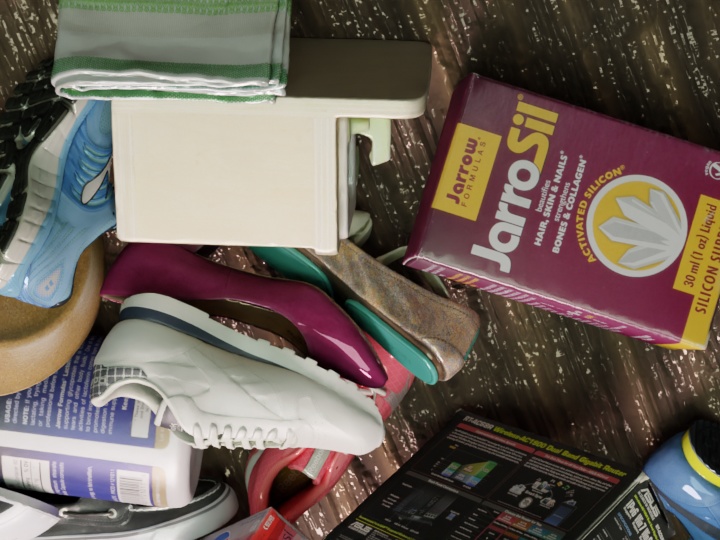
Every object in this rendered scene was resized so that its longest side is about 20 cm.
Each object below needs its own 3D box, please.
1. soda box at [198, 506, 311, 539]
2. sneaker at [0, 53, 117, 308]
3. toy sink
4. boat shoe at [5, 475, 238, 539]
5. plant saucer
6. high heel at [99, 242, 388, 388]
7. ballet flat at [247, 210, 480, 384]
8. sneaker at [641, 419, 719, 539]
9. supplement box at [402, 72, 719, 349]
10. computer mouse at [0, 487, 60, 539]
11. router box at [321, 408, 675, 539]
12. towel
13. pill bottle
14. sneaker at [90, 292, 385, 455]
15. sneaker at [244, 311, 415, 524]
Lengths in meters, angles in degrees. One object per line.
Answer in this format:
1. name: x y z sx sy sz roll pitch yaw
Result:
1. soda box: -0.102 0.232 1.562 0.063 0.070 0.200 42 146 -12
2. sneaker: -0.196 -0.064 1.460 0.078 0.200 0.090 2 153 44
3. toy sink: -0.054 -0.083 1.444 0.200 0.130 0.112 1 113 4
4. boat shoe: -0.191 0.171 1.600 0.200 0.069 0.057 -9 112 11
5. plant saucer: -0.253 -0.016 1.464 0.200 0.200 0.035 50 147 -15
6. high heel: -0.079 0.039 1.491 0.200 0.067 0.096 36 70 19
7. ballet flat: 0.000 0.000 1.503 0.200 0.068 0.067 38 71 14
8. sneaker: 0.288 0.188 1.570 0.200 0.066 0.078 35 123 -9
9. supplement box: 0.143 -0.037 1.437 0.200 0.103 0.131 17 87 -3
10. computer mouse: -0.308 0.165 1.560 0.200 0.110 0.044 12 76 26
11. router box: 0.090 0.181 1.480 0.150 0.200 0.062 -42 121 -22
12. towel: -0.115 -0.202 1.384 0.149 0.031 0.200 2 70 3
13. pill bottle: -0.212 0.100 1.544 0.200 0.116 0.116 7 114 2
14. sneaker: -0.082 0.090 1.467 0.200 0.081 0.076 21 152 -2
15. sneaker: -0.017 0.112 1.547 0.074 0.087 0.200 30 112 -8
